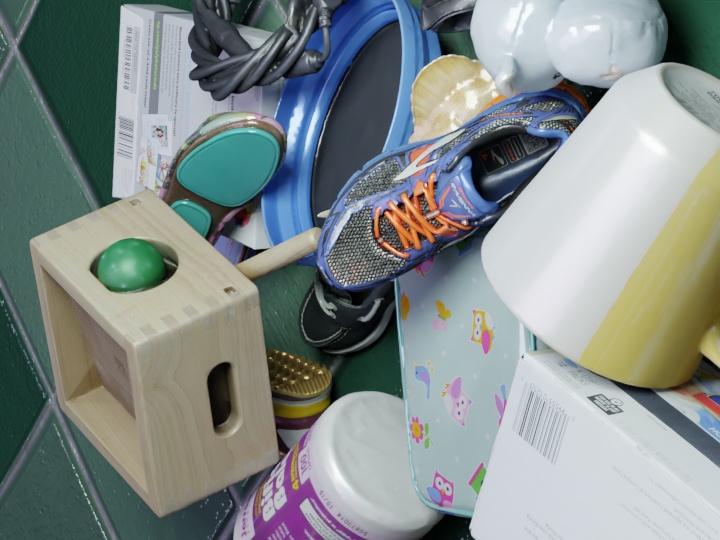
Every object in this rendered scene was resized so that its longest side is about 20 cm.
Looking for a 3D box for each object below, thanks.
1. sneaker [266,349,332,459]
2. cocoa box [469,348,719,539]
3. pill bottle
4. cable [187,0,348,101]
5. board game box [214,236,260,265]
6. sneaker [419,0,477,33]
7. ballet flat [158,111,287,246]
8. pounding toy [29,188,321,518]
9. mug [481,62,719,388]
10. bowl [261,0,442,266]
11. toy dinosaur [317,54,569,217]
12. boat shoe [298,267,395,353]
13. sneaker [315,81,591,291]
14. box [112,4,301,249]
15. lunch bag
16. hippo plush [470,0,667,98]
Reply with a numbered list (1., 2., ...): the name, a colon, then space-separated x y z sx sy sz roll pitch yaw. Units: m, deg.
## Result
1. sneaker: -0.099 0.099 1.855 0.199 0.075 0.091 23 120 47
2. cocoa box: 0.184 0.146 1.437 0.200 0.130 0.134 39 124 44
3. pill bottle: -0.024 0.182 1.740 0.200 0.112 0.113 -50 56 43
4. cable: -0.062 -0.215 1.748 0.163 0.051 0.202 -25 53 42
5. board game box: -0.100 -0.071 1.888 0.103 0.019 0.201 48 130 37
6. sneaker: 0.047 -0.218 1.621 0.199 0.075 0.115 19 107 48
7. ballet flat: -0.109 -0.066 1.770 0.200 0.069 0.071 -53 16 43
8. pounding toy: -0.122 0.038 1.705 0.184 0.141 0.201 40 145 44
9. mug: 0.187 -0.029 1.438 0.154 0.185 0.150 -59 15 27
10. bowl: -0.006 -0.097 1.687 0.201 0.039 0.202 -43 39 47
11. toy dinosaur: 0.068 -0.088 1.580 0.200 0.101 0.058 -46 13 12
12. boat shoe: 0.000 0.000 1.727 0.200 0.060 0.076 -48 57 45
13. sneaker: 0.055 -0.052 1.520 0.199 0.078 0.076 -35 101 10
14. box: -0.119 -0.114 1.859 0.199 0.041 0.157 19 110 51
15. lunch bag: 0.091 0.062 1.599 0.160 0.077 0.202 2 96 55
16. hippo plush: 0.109 -0.182 1.440 0.198 0.159 0.162 5 100 15
